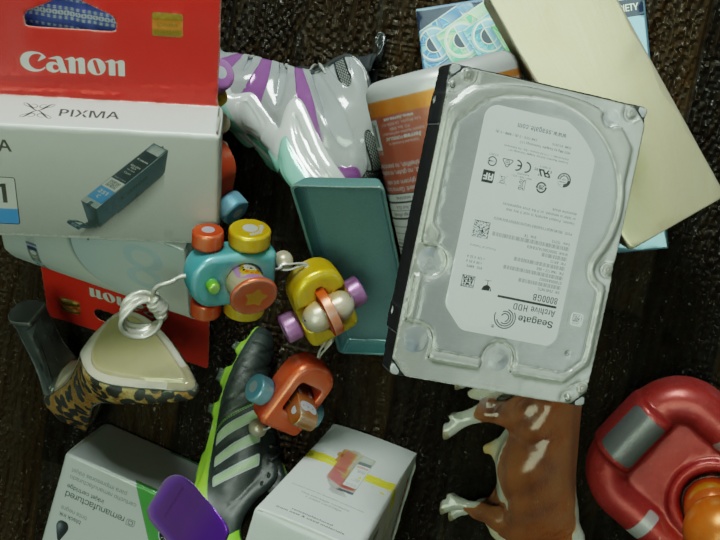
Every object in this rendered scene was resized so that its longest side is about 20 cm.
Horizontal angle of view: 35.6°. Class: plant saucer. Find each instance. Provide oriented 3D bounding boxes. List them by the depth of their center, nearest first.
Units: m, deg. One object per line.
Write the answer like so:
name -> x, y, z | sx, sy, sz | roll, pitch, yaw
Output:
plant saucer -> 0.000, 0.000, 0.861 | 0.069, 0.019, 0.201 | 2, 141, 14

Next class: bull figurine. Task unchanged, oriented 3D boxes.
bull figurine -> 0.127, 0.171, 0.899 | 0.120, 0.065, 0.202 | 5, 98, 17

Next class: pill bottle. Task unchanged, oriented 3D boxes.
pill bottle -> 0.078, -0.046, 0.800 | 0.111, 0.112, 0.202 | -11, 99, 15

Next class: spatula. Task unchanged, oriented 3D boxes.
spatula -> -0.064, 0.214, 0.766 | 0.199, 0.021, 0.057 | 36, 120, 5

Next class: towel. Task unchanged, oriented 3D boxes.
towel -> -0.182, -0.137, 0.756 | 0.143, 0.024, 0.201 | 7, 129, -7

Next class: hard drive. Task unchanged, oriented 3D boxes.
hard drive -> 0.099, -0.021, 0.731 | 0.138, 0.038, 0.202 | 11, 95, -11

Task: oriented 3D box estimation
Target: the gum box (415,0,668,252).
gum box -> 0.139, -0.110, 0.853 | 0.168, 0.045, 0.202 | -5, 99, 14

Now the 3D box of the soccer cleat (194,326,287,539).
soccer cleat -> -0.091, 0.144, 0.911 | 0.080, 0.068, 0.202 | 13, 66, 3

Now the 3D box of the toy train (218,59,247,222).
toy train -> -0.160, -0.128, 0.850 | 0.200, 0.055, 0.151 | 49, 146, 16

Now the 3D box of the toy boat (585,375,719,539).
toy boat -> 0.265, 0.181, 0.835 | 0.200, 0.131, 0.131 | 40, 107, 3

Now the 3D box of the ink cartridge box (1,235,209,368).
ink cartridge box -> -0.202, 0.010, 0.899 | 0.159, 0.047, 0.201 | 17, 139, 8

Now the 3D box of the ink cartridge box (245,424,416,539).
ink cartridge box -> -0.031, 0.225, 0.877 | 0.083, 0.200, 0.146 | 19, 104, 12

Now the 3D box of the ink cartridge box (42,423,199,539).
ink cartridge box -> -0.204, 0.260, 0.983 | 0.145, 0.083, 0.202 | 21, 105, 8

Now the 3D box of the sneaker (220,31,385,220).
sneaker -> -0.040, -0.146, 0.881 | 0.140, 0.078, 0.200 | -44, 76, -3

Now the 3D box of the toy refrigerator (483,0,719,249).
toy refrigerator -> 0.168, -0.122, 0.787 | 0.076, 0.070, 0.201 | -30, 94, 8

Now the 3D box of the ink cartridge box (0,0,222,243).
ink cartridge box -> -0.191, -0.103, 0.744 | 0.198, 0.045, 0.177 | 2, 129, -6

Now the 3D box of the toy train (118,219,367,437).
toy train -> -0.069, 0.052, 0.816 | 0.150, 0.056, 0.200 | -49, 129, 6

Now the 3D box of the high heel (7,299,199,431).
high heel -> -0.194, 0.102, 0.928 | 0.199, 0.072, 0.143 | 16, 139, 30
